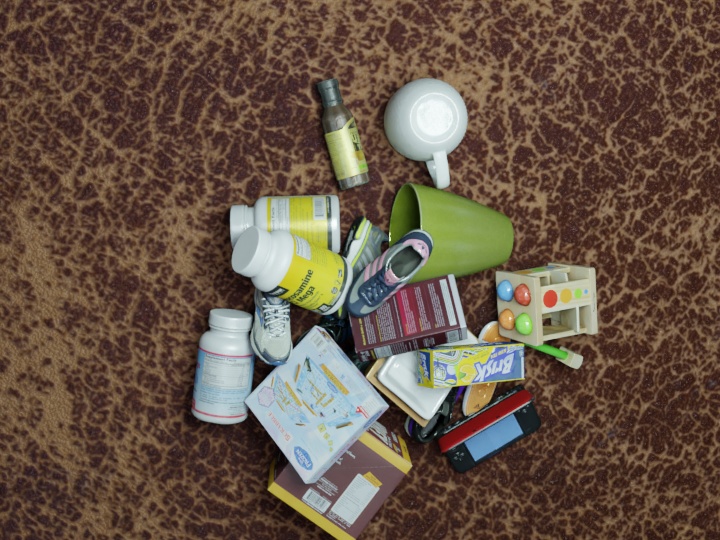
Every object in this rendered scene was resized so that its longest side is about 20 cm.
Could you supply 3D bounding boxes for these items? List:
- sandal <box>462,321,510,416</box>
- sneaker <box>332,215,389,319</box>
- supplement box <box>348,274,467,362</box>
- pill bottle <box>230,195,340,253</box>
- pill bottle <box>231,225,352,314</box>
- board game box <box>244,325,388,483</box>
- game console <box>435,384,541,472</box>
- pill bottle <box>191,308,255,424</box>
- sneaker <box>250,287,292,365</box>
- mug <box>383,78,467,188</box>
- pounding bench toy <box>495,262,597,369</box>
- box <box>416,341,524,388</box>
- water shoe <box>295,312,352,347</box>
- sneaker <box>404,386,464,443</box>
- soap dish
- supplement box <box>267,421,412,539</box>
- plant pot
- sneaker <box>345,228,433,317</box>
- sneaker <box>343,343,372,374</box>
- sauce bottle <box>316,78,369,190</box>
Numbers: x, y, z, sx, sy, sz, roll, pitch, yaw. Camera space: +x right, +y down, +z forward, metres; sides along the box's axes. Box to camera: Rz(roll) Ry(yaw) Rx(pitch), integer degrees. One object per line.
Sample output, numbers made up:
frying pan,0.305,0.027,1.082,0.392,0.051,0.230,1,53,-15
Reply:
sandal,0.259,0.203,1.637,0.079,0.059,0.208,7,103,-29
sneaker,0.000,0.000,1.576,0.081,0.074,0.201,23,77,-14
supplement box,0.082,0.086,1.498,0.199,0.061,0.109,-12,62,3
pill bottle,-0.138,-0.083,1.555,0.198,0.111,0.112,-1,98,-3
pill bottle,-0.120,-0.003,1.473,0.199,0.112,0.113,24,97,-34
board game box,-0.082,0.241,1.520,0.200,0.041,0.200,-46,65,8
game console,0.256,0.319,1.609,0.199,0.119,0.173,-30,120,2
pill bottle,-0.255,0.179,1.586,0.108,0.109,0.201,7,97,-5
sneaker,-0.162,0.078,1.532,0.077,0.201,0.085,0,142,-16
mug,0.127,-0.247,1.515,0.147,0.175,0.201,-14,99,-1
pounding bench toy,0.344,0.098,1.579,0.155,0.124,0.201,-9,99,-24
box,0.203,0.171,1.536,0.199,0.064,0.071,-2,91,-26
water shoe,-0.039,0.108,1.604,0.200,0.079,0.072,-43,99,3
sneaker,0.160,0.251,1.624,0.069,0.100,0.201,28,92,-7
soap dish,0.112,0.164,1.573,0.157,0.081,0.200,42,73,-19
supplement box,-0.041,0.372,1.614,0.197,0.133,0.200,37,94,-7
plant pot,0.174,-0.062,1.554,0.199,0.187,0.189,2,98,-15
sneaker,0.041,0.011,1.425,0.070,0.082,0.200,41,108,-4
sneaker,0.000,0.162,1.617,0.199,0.075,0.080,-13,108,-11
sauce bottle,-0.036,-0.254,1.560,0.064,0.065,0.201,-16,100,-1
